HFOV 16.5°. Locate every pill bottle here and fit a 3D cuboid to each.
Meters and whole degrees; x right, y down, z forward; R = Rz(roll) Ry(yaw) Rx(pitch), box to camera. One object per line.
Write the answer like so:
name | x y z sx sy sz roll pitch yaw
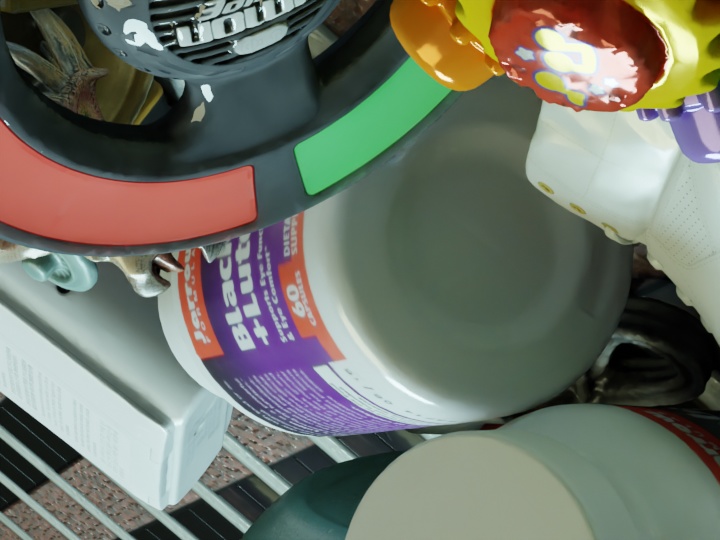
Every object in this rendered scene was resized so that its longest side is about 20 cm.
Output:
pill bottle | 0.000 0.000 0.850 0.111 0.112 0.200 43 160 -13
pill bottle | 0.090 0.101 0.784 0.115 0.117 0.199 24 -170 35

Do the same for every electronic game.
electronic game | -0.034 -0.082 0.625 0.042 0.199 0.200 56 174 38

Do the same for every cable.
cable | 0.073 0.051 0.923 0.097 0.050 0.200 44 162 -21

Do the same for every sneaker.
sneaker | 0.110 -0.008 0.713 0.115 0.074 0.201 27 148 33

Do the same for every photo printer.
photo printer | -0.155 0.023 1.236 0.200 0.070 0.167 36 161 8

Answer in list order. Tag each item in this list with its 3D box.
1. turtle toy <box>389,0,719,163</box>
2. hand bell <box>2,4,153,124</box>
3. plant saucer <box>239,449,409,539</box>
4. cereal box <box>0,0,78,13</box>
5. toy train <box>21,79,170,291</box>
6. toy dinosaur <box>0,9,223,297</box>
turtle toy | 0.081 -0.078 0.535 0.199 0.102 0.146 17 153 10
hand bell | -0.180 -0.102 0.943 0.199 0.104 0.104 17 151 41
plant saucer | 0.045 0.103 0.963 0.199 0.199 0.036 14 107 49
cereal box | -0.102 -0.115 0.748 0.199 0.143 0.040 15 113 46
toy train | -0.158 -0.069 1.021 0.199 0.085 0.114 24 153 28
toy dinosaur | -0.149 -0.051 0.787 0.200 0.135 0.086 40 -166 -41
